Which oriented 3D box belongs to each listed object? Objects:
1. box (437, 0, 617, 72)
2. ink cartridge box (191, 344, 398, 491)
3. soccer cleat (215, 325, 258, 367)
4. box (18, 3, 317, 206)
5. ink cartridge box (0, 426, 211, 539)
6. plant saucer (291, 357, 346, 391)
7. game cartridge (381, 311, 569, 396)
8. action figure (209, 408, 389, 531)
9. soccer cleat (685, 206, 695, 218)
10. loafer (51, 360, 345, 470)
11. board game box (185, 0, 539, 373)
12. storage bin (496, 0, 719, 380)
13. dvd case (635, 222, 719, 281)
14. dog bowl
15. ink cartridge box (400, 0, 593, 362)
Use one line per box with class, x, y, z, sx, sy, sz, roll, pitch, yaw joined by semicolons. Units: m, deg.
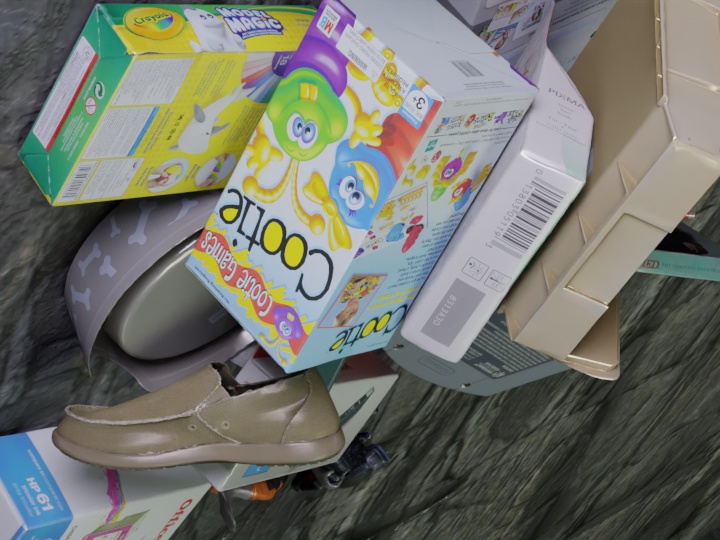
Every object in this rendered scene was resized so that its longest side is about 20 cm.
box;0.111;-0.170;1.140;0.155;0.041;0.201;-26;154;-28
ink cartridge box;-0.027;0.074;1.227;0.177;0.045;0.200;-56;160;15
soccer cleat;-0.043;0.033;1.278;0.199;0.069;0.078;-11;139;-58
box;-0.091;-0.101;0.966;0.199;0.048;0.118;-7;142;-48
ink cartridge box;-0.232;0.192;1.270;0.199;0.085;0.145;-8;143;-53
plant saucer;0.000;0.000;1.176;0.201;0.019;0.070;-62;153;-29
game cartridge;0.094;0.045;1.261;0.132;0.042;0.200;-16;155;24
action figure;-0.059;0.152;1.434;0.193;0.105;0.200;-30;-178;-29
soccer cleat;0.212;-0.082;1.264;0.200;0.076;0.067;-80;177;-73
loafer;-0.109;0.096;1.110;0.198;0.068;0.076;-1;-177;1
board game box;-0.002;-0.054;0.979;0.105;0.103;0.201;-12;139;-52
storage bin;0.175;-0.067;1.026;0.093;0.199;0.200;23;132;-13
dvd case;0.175;-0.042;1.242;0.145;0.200;0.022;6;108;-29
dog bowl;-0.111;-0.002;1.111;0.199;0.059;0.200;-31;157;-15
ink cartridge box;0.095;-0.059;1.057;0.161;0.050;0.200;-59;-174;36
